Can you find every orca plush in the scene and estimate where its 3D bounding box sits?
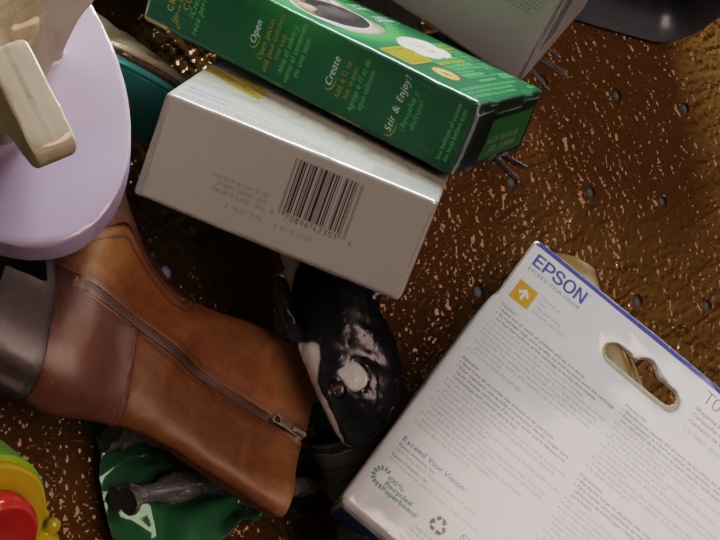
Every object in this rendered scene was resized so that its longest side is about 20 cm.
[{"bbox_3d":[0.000,0.000,0.762,0.105,0.071,0.201,50,22,-41],"label":"orca plush"}]

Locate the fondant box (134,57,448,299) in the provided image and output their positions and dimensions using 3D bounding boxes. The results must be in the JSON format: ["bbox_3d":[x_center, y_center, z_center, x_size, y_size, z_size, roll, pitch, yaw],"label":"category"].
[{"bbox_3d":[-0.024,-0.065,0.723,0.143,0.059,0.200,22,19,1],"label":"fondant box"}]

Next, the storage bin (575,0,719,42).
[{"bbox_3d":[0.215,-0.284,1.017,0.198,0.145,0.136,5,66,-35],"label":"storage bin"}]

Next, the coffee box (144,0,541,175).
[{"bbox_3d":[-0.007,-0.119,0.728,0.199,0.044,0.123,28,20,15],"label":"coffee box"}]

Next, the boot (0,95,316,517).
[{"bbox_3d":[-0.095,0.011,0.706,0.199,0.068,0.190,28,52,-27],"label":"boot"}]

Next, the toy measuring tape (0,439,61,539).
[{"bbox_3d":[-0.213,0.104,0.625,0.200,0.073,0.074,36,58,-49],"label":"toy measuring tape"}]

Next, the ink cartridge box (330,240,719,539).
[{"bbox_3d":[0.116,0.119,0.744,0.196,0.043,0.200,39,66,2],"label":"ink cartridge box"}]

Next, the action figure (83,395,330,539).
[{"bbox_3d":[-0.059,0.103,0.773,0.198,0.054,0.120,-4,79,-41],"label":"action figure"}]

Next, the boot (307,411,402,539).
[{"bbox_3d":[0.051,0.149,0.806,0.199,0.069,0.133,4,81,-53],"label":"boot"}]

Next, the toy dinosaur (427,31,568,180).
[{"bbox_3d":[0.070,-0.150,0.880,0.200,0.105,0.182,40,39,-15],"label":"toy dinosaur"}]

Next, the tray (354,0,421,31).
[{"bbox_3d":[-0.007,-0.141,0.884,0.106,0.022,0.203,12,73,-33],"label":"tray"}]

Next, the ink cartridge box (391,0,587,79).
[{"bbox_3d":[0.066,-0.238,0.849,0.199,0.084,0.176,34,40,6],"label":"ink cartridge box"}]

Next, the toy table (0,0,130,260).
[{"bbox_3d":[-0.180,-0.113,0.606,0.183,0.117,0.200,-37,81,-21],"label":"toy table"}]

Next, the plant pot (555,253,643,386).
[{"bbox_3d":[0.176,0.078,0.887,0.200,0.027,0.202,-22,91,-79],"label":"plant pot"}]

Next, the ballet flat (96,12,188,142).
[{"bbox_3d":[-0.180,-0.126,0.732,0.198,0.069,0.070,12,72,-33],"label":"ballet flat"}]
